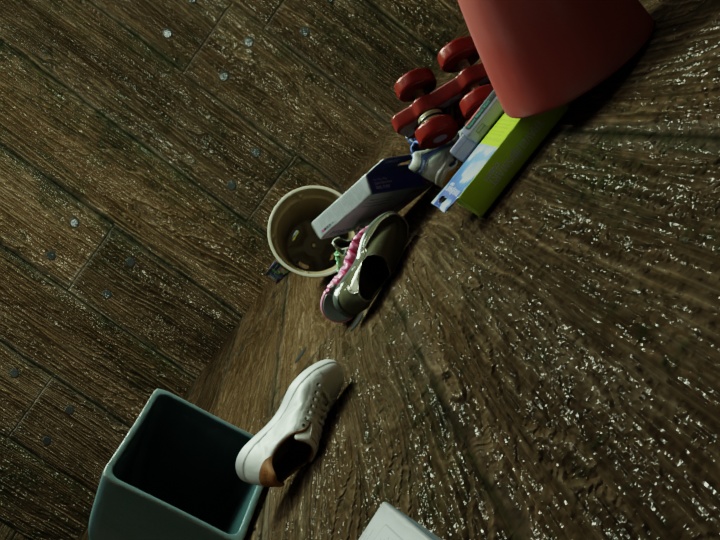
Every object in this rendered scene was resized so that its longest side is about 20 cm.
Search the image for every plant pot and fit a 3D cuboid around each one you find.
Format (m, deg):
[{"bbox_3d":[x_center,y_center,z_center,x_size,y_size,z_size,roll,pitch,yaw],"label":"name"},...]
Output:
[{"bbox_3d":[0.212,-0.309,1.022,0.200,0.177,0.200,-33,19,13],"label":"plant pot"},{"bbox_3d":[-0.263,0.329,1.208,0.200,0.196,0.196,-60,5,28],"label":"plant pot"},{"bbox_3d":[-0.102,-0.071,1.941,0.200,0.200,0.183,-55,-3,-9],"label":"plant pot"}]

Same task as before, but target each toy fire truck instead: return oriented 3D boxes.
[{"bbox_3d":[0.156,-0.263,1.361,0.200,0.112,0.168,-30,-18,25],"label":"toy fire truck"}]

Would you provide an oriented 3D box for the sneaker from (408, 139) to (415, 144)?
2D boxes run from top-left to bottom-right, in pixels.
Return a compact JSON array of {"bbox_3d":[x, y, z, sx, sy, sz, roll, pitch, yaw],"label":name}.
[{"bbox_3d":[0.138,-0.311,1.912,0.088,0.075,0.200,-63,-1,19],"label":"sneaker"}]

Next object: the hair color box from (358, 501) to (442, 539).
[{"bbox_3d":[0.034,0.210,0.504,0.099,0.061,0.200,-56,8,-10],"label":"hair color box"}]

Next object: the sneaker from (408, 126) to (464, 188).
[{"bbox_3d":[0.132,-0.208,1.461,0.200,0.088,0.075,-68,0,-62],"label":"sneaker"}]

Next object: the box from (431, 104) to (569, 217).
[{"bbox_3d":[0.180,-0.149,1.146,0.200,0.048,0.122,-51,9,6],"label":"box"}]

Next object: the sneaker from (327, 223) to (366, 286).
[{"bbox_3d":[-0.017,-0.027,1.574,0.200,0.089,0.077,-45,13,45],"label":"sneaker"}]

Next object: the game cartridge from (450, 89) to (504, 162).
[{"bbox_3d":[0.208,-0.235,1.243,0.200,0.038,0.130,-52,-18,11],"label":"game cartridge"}]

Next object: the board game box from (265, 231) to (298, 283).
[{"bbox_3d":[-0.230,-0.069,2.935,0.200,0.057,0.165,-58,8,-25],"label":"board game box"}]

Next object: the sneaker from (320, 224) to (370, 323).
[{"bbox_3d":[0.000,0.000,1.473,0.200,0.079,0.095,-53,-3,-5],"label":"sneaker"}]

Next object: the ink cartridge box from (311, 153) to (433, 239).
[{"bbox_3d":[0.041,-0.133,1.529,0.200,0.043,0.196,-37,-13,38],"label":"ink cartridge box"}]

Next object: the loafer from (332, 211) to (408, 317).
[{"bbox_3d":[0.030,-0.012,1.372,0.070,0.075,0.200,-18,40,55],"label":"loafer"}]

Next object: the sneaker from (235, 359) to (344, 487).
[{"bbox_3d":[-0.066,0.199,1.110,0.085,0.073,0.200,5,46,43],"label":"sneaker"}]
